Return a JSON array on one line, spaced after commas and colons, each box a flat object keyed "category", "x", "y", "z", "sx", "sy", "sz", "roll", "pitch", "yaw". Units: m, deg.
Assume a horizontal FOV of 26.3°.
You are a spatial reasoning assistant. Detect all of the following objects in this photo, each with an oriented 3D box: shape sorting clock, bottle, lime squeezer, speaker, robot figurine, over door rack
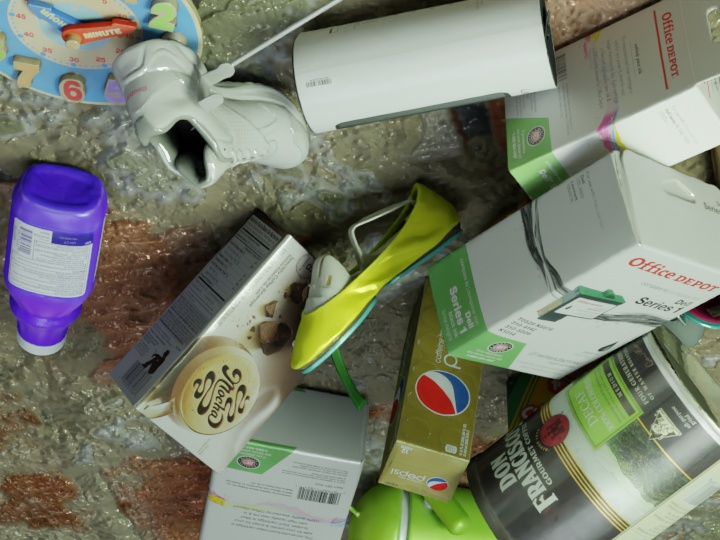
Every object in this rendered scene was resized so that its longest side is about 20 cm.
[{"category": "shape sorting clock", "x": -0.221, "y": -0.190, "z": 1.200, "sx": 0.199, "sy": 0.039, "sz": 0.200, "roll": 4, "pitch": 146, "yaw": 3}, {"category": "bottle", "x": -0.278, "y": -0.005, "z": 1.387, "sx": 0.083, "sy": 0.066, "sz": 0.201, "roll": 11, "pitch": 135, "yaw": -7}, {"category": "lime squeezer", "x": -0.066, "y": 0.061, "z": 1.446, "sx": 0.199, "sy": 0.071, "sz": 0.038, "roll": 26, "pitch": 166, "yaw": 19}, {"category": "speaker", "x": 0.052, "y": -0.164, "z": 1.198, "sx": 0.199, "sy": 0.082, "sz": 0.081, "roll": -10, "pitch": 134, "yaw": 12}, {"category": "robot figurine", "x": 0.077, "y": 0.283, "z": 1.620, "sx": 0.199, "sy": 0.116, "sz": 0.176, "roll": 9, "pitch": 134, "yaw": -5}, {"category": "over door rack", "x": -0.081, "y": -0.236, "z": 1.130, "sx": 0.200, "sy": 0.067, "sz": 0.148, "roll": -35, "pitch": 126, "yaw": 7}]

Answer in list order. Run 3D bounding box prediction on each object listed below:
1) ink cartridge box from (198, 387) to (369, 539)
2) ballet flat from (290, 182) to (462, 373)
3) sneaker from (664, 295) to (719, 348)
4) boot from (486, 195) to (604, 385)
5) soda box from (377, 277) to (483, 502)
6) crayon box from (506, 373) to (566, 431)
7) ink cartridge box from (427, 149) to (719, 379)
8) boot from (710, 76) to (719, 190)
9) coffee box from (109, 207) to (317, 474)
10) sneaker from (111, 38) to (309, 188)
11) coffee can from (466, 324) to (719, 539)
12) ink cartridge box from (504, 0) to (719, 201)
[{"category": "ink cartridge box", "x": -0.081, "y": 0.212, "z": 1.579, "sx": 0.144, "sy": 0.084, "sz": 0.201, "roll": 11, "pitch": 135, "yaw": -4}, {"category": "ballet flat", "x": 0.000, "y": 0.000, "z": 1.321, "sx": 0.067, "sy": 0.200, "sz": 0.067, "roll": 51, "pitch": 166, "yaw": -11}, {"category": "sneaker", "x": 0.287, "y": 0.019, "z": 1.318, "sx": 0.083, "sy": 0.121, "sz": 0.201, "roll": -28, "pitch": 132, "yaw": -5}, {"category": "boot", "x": 0.196, "y": 0.017, "z": 1.347, "sx": 0.199, "sy": 0.074, "sz": 0.155, "roll": 34, "pitch": 136, "yaw": -7}, {"category": "soda box", "x": 0.068, "y": 0.103, "z": 1.377, "sx": 0.067, "sy": 0.201, "sz": 0.064, "roll": 16, "pitch": 134, "yaw": -3}, {"category": "crayon box", "x": 0.203, "y": 0.170, "z": 1.438, "sx": 0.126, "sy": 0.201, "sz": 0.051, "roll": -24, "pitch": 131, "yaw": 25}, {"category": "ink cartridge box", "x": 0.176, "y": 0.001, "z": 1.207, "sx": 0.146, "sy": 0.085, "sz": 0.200, "roll": 14, "pitch": 145, "yaw": -41}, {"category": "boot", "x": 0.369, "y": -0.085, "z": 1.264, "sx": 0.174, "sy": 0.066, "sz": 0.201, "roll": -2, "pitch": 136, "yaw": 7}, {"category": "coffee box", "x": -0.108, "y": 0.061, "z": 1.363, "sx": 0.200, "sy": 0.080, "sz": 0.113, "roll": -48, "pitch": 123, "yaw": -4}, {"category": "sneaker", "x": -0.117, "y": -0.104, "z": 1.231, "sx": 0.078, "sy": 0.100, "sz": 0.199, "roll": -26, "pitch": 150, "yaw": 36}, {"category": "coffee can", "x": 0.210, "y": 0.159, "z": 1.289, "sx": 0.200, "sy": 0.147, "sz": 0.146, "roll": -40, "pitch": 123, "yaw": 16}, {"category": "ink cartridge box", "x": 0.213, "y": -0.134, "z": 1.190, "sx": 0.199, "sy": 0.118, "sz": 0.067, "roll": -23, "pitch": 131, "yaw": 25}]
